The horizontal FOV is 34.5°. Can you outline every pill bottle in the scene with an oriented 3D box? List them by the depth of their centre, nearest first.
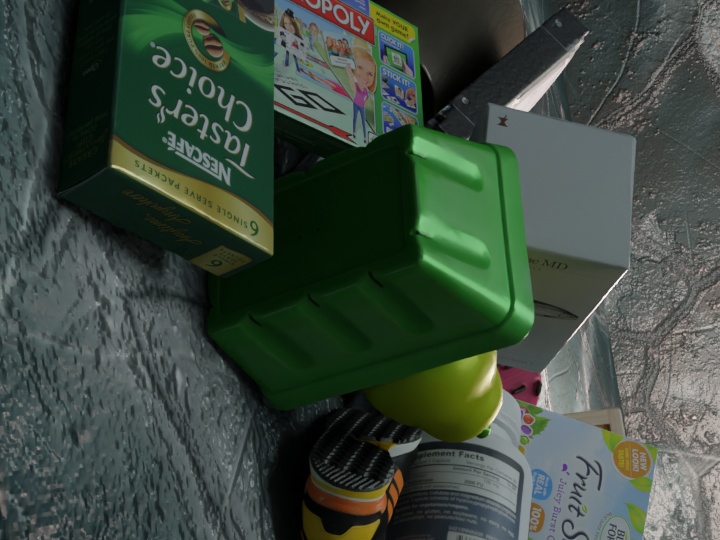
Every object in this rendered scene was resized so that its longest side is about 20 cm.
[{"bbox_3d":[0.075,0.192,0.917,0.120,0.119,0.201,63,29,-42],"label":"pill bottle"}]

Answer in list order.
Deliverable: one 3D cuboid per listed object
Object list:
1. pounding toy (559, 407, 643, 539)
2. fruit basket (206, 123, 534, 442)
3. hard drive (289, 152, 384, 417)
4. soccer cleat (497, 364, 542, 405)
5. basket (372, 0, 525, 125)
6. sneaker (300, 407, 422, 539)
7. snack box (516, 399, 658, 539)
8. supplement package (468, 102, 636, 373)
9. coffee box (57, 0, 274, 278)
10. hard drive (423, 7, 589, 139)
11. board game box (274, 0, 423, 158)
[{"bbox_3d":[0.164,0.237,1.115,0.142,0.199,0.185,136,-53,-72],"label":"pounding toy"},{"bbox_3d":[0.025,0.020,0.747,0.216,0.214,0.156,49,34,-58],"label":"fruit basket"},{"bbox_3d":[0.000,0.000,0.938,0.201,0.025,0.132,66,20,-16],"label":"hard drive"},{"bbox_3d":[0.111,0.046,1.102,0.201,0.070,0.086,65,-15,-13],"label":"soccer cleat"},{"bbox_3d":[0.052,-0.197,1.040,0.200,0.135,0.181,-50,130,-50],"label":"basket"},{"bbox_3d":[-0.006,0.158,0.825,0.200,0.070,0.091,-25,130,-79],"label":"sneaker"},{"bbox_3d":[0.159,0.228,1.019,0.068,0.168,0.201,107,3,-61],"label":"snack box"},{"bbox_3d":[0.120,-0.018,0.899,0.200,0.116,0.118,111,-10,-61],"label":"supplement package"},{"bbox_3d":[-0.100,-0.108,0.645,0.123,0.044,0.201,32,48,-44],"label":"coffee box"},{"bbox_3d":[0.102,-0.128,0.988,0.038,0.140,0.200,45,55,6],"label":"hard drive"},{"bbox_3d":[-0.036,-0.148,0.803,0.199,0.029,0.135,20,58,-39],"label":"board game box"}]
